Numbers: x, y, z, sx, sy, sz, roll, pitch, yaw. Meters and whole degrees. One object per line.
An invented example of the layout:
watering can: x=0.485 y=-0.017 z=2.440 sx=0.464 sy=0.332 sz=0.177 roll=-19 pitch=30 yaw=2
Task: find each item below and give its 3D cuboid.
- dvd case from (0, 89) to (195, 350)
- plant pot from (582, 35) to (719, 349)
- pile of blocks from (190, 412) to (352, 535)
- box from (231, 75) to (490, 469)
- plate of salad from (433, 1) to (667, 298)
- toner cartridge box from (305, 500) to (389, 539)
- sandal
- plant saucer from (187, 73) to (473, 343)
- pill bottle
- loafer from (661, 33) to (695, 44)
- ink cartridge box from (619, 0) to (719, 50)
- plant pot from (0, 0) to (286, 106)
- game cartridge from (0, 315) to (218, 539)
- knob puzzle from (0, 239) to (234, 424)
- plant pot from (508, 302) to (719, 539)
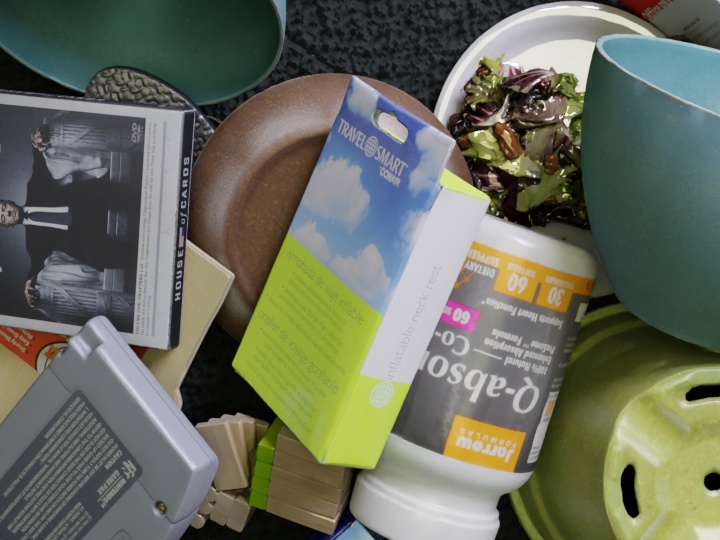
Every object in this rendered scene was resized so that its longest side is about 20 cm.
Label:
dvd case: x=-0.205 y=-0.037 z=0.883 sx=0.197 sy=0.025 sz=0.153 roll=7 pitch=98 yaw=15
plant pot: x=0.208 y=-0.036 z=0.780 sx=0.197 sy=0.200 sz=0.136 roll=16 pitch=111 yaw=-1
pile of blocks: x=-0.090 y=0.123 z=0.888 sx=0.197 sy=0.062 sz=0.083 roll=-7 pitch=110 yaw=19
box: x=0.000 y=0.000 z=0.823 sx=0.047 sy=0.122 sz=0.202 roll=13 pitch=106 yaw=-38
plate of salad: x=0.145 y=-0.082 z=0.925 sx=0.197 sy=0.048 sz=0.203 roll=0 pitch=89 yaw=-1
toner cartridge box: x=-0.064 y=0.235 z=0.891 sx=0.200 sy=0.095 sz=0.043 roll=-42 pitch=91 yaw=-1
sandal: x=-0.101 y=-0.065 z=0.919 sx=0.199 sy=0.045 sz=0.075 roll=33 pitch=105 yaw=-18
plant saucer: x=-0.018 y=-0.025 z=0.897 sx=0.197 sy=0.037 sz=0.203 roll=-2 pitch=105 yaw=-7
pill bottle: x=0.066 y=0.068 z=0.853 sx=0.115 sy=0.116 sz=0.203 roll=17 pitch=95 yaw=-1
loafer: x=0.261 y=-0.074 z=0.904 sx=0.072 sy=0.063 sz=0.201 roll=-40 pitch=101 yaw=-30
ink cartridge box: x=0.248 y=-0.175 z=0.894 sx=0.199 sy=0.116 sz=0.068 roll=37 pitch=86 yaw=-1
plant pot: x=-0.138 y=-0.215 z=0.866 sx=0.197 sy=0.201 sz=0.136 roll=7 pitch=64 yaw=-1
game cartridge: x=-0.177 y=0.140 z=0.868 sx=0.133 sy=0.041 sz=0.200 roll=47 pitch=120 yaw=5
knob puzzle: x=-0.197 y=0.038 z=0.917 sx=0.216 sy=0.030 sz=0.223 roll=1 pitch=94 yaw=16
plant pot: x=0.195 y=0.120 z=0.854 sx=0.197 sy=0.184 sz=0.204 roll=0 pitch=89 yaw=0
